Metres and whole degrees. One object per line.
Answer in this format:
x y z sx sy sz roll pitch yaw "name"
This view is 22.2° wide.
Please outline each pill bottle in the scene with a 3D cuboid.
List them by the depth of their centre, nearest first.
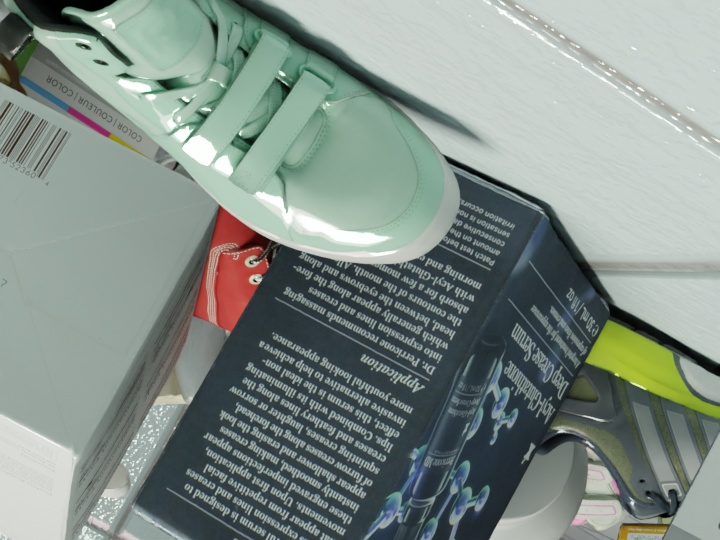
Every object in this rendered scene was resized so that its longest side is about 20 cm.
0.063 0.117 1.034 0.112 0.113 0.200 29 164 3 "pill bottle"

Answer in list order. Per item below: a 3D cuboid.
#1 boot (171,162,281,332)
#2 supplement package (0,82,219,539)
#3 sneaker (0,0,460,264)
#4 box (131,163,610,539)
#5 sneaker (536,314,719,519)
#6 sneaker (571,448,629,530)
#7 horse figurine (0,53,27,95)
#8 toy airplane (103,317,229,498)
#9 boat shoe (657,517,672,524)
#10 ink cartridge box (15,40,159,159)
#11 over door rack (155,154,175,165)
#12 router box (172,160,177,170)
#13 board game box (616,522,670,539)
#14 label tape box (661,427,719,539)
-0.039 -0.005 0.950 0.144 0.073 0.200 38 156 3 "boot"
-0.191 0.017 0.910 0.190 0.148 0.200 28 156 1 "supplement package"
-0.056 -0.068 0.705 0.200 0.074 0.118 32 180 9 "sneaker"
0.012 0.061 0.845 0.107 0.201 0.148 27 173 25 "box"
0.170 0.094 0.909 0.199 0.081 0.074 25 173 20 "sneaker"
0.145 0.116 1.152 0.081 0.089 0.200 26 172 31 "sneaker"
-0.212 -0.119 0.979 0.133 0.050 0.200 61 176 21 "horse figurine"
-0.186 0.052 1.196 0.199 0.199 0.142 36 136 38 "toy airplane"
0.202 0.174 1.039 0.066 0.075 0.200 25 -145 -4 "boat shoe"
-0.209 -0.030 1.109 0.104 0.201 0.059 34 168 -34 "ink cartridge box"
-0.113 -0.019 1.289 0.147 0.067 0.201 20 147 53 "over door rack"
0.000 0.000 1.091 0.199 0.049 0.180 28 173 18 "router box"
0.247 0.168 0.891 0.199 0.057 0.165 -6 156 44 "board game box"
0.160 0.135 0.750 0.063 0.201 0.144 26 172 26 "label tape box"
